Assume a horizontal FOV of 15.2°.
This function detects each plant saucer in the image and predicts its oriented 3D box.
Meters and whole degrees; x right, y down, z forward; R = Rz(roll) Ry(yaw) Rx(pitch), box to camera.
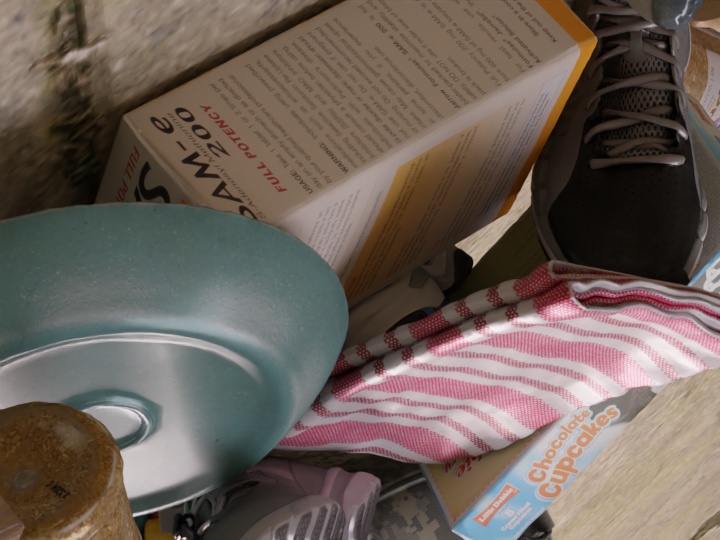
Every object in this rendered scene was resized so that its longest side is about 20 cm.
[{"bbox_3d":[-0.099,0.046,1.008,0.199,0.036,0.200,-9,148,-6],"label":"plant saucer"}]

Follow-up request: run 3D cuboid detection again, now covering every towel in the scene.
[{"bbox_3d":[0.051,0.047,1.111,0.200,0.030,0.146,-25,158,36],"label":"towel"}]

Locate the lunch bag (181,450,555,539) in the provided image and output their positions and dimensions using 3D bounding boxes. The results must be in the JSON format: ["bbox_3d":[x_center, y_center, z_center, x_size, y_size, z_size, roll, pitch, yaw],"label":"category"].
[{"bbox_3d":[-0.019,0.152,1.324,0.168,0.140,0.200,-35,-162,-29],"label":"lunch bag"}]

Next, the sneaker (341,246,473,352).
[{"bbox_3d":[0.000,0.000,1.231,0.076,0.077,0.200,-47,180,5],"label":"sneaker"}]

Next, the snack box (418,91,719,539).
[{"bbox_3d":[0.098,0.020,1.220,0.037,0.116,0.200,30,111,-36],"label":"snack box"}]

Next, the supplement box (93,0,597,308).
[{"bbox_3d":[-0.013,-0.041,1.086,0.200,0.074,0.126,-31,160,-34],"label":"supplement box"}]

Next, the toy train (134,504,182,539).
[{"bbox_3d":[-0.166,0.127,1.137,0.200,0.150,0.056,-36,128,-43],"label":"toy train"}]

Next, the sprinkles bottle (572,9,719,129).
[{"bbox_3d":[0.154,-0.093,1.341,0.068,0.068,0.200,-46,162,15],"label":"sprinkles bottle"}]

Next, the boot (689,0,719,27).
[{"bbox_3d":[0.219,-0.151,1.321,0.201,0.071,0.144,-44,156,-20],"label":"boot"}]

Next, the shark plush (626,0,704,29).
[{"bbox_3d":[0.159,-0.190,1.050,0.200,0.083,0.091,-47,130,5],"label":"shark plush"}]

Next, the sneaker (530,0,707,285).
[{"bbox_3d":[0.110,-0.088,1.140,0.075,0.201,0.116,1,137,2],"label":"sneaker"}]

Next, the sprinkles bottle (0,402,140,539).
[{"bbox_3d":[-0.105,0.139,1.000,0.068,0.068,0.200,-35,140,-23],"label":"sprinkles bottle"}]

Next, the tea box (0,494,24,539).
[{"bbox_3d":[-0.242,0.128,0.887,0.200,0.134,0.197,-29,158,-34],"label":"tea box"}]

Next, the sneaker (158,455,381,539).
[{"bbox_3d":[-0.049,0.116,1.098,0.200,0.082,0.075,-6,109,-81],"label":"sneaker"}]
